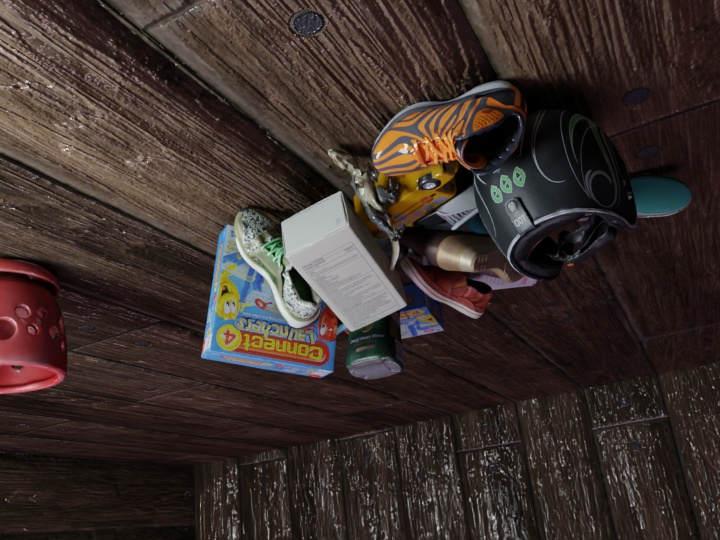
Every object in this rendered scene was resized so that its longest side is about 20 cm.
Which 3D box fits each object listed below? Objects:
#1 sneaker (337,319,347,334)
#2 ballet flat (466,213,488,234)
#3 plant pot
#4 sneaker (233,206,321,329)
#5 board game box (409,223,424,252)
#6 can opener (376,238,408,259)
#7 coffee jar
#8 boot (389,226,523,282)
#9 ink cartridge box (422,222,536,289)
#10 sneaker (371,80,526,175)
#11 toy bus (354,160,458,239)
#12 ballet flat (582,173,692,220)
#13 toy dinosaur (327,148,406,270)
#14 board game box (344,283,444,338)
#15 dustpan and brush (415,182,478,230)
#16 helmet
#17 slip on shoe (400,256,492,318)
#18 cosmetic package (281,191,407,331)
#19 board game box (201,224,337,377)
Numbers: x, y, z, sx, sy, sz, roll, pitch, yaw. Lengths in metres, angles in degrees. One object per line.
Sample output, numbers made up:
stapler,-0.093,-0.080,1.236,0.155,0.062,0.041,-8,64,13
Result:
sneaker,-0.007,0.052,1.256,0.200,0.082,0.074,-46,122,5
ballet flat,0.244,-0.090,1.089,0.070,0.068,0.199,-41,-161,-21
plant pot,-0.577,0.090,1.145,0.197,0.185,0.201,-6,158,-2
sneaker,-0.111,-0.014,1.039,0.077,0.201,0.088,-34,180,-29
board game box,0.009,-0.049,1.193,0.196,0.030,0.096,-4,159,0
can opener,0.000,0.000,1.186,0.053,0.068,0.199,10,159,-40
coffee jar,0.027,0.094,1.323,0.103,0.203,0.085,-17,143,26
boot,0.161,-0.039,1.102,0.165,0.074,0.198,24,-164,41
ink cartridge box,0.209,-0.025,1.236,0.196,0.087,0.148,-7,158,1
sneaker,0.098,-0.150,0.828,0.198,0.113,0.078,-24,121,21
toy bus,0.066,-0.113,0.997,0.077,0.066,0.199,9,153,-35
ballet flat,0.415,-0.112,1.124,0.196,0.070,0.071,-6,177,9
toy dinosaur,0.026,-0.081,0.940,0.047,0.202,0.088,-35,-156,-18
board game box,0.067,0.100,1.545,0.197,0.057,0.196,-13,158,15
dustpan and brush,0.185,-0.108,1.038,0.199,0.058,0.140,-35,-178,-7
helmet,0.238,-0.107,0.894,0.196,0.193,0.201,-5,148,-3
slip on shoe,0.140,0.017,1.141,0.198,0.074,0.062,25,108,-35
cosmetic package,-0.020,-0.008,1.017,0.104,0.072,0.201,-24,136,12
board game box,-0.132,0.050,1.101,0.197,0.199,0.056,12,159,-21
